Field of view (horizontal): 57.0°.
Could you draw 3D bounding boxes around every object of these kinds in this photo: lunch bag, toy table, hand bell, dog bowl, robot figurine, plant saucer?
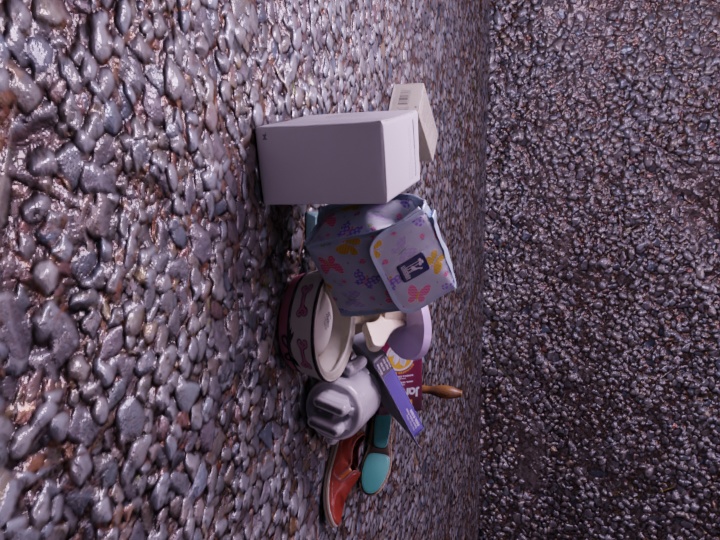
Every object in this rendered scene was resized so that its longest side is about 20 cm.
[{"bbox_3d":[0.037,-0.022,1.047,0.127,0.199,0.170,-72,147,-45],"label":"lunch bag"},{"bbox_3d":[0.042,0.075,1.260,0.117,0.200,0.184,7,125,-34],"label":"toy table"},{"bbox_3d":[0.152,0.295,1.639,0.104,0.199,0.105,4,90,-71],"label":"hand bell"},{"bbox_3d":[-0.074,0.089,1.144,0.200,0.074,0.201,2,90,-71],"label":"dog bowl"},{"bbox_3d":[-0.028,0.242,1.238,0.200,0.113,0.170,-23,133,-69],"label":"robot figurine"},{"bbox_3d":[-0.056,-0.075,1.256,0.200,0.019,0.070,-13,106,-71],"label":"plant saucer"}]

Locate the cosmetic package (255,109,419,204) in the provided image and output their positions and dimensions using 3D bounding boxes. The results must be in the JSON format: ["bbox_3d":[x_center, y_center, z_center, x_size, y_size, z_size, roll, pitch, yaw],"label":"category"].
[{"bbox_3d":[-0.027,-0.180,1.041,0.200,0.199,0.123,-39,128,-65],"label":"cosmetic package"}]

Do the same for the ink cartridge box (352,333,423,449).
[{"bbox_3d":[0.060,0.237,1.349,0.200,0.041,0.200,63,-10,-22],"label":"ink cartridge box"}]

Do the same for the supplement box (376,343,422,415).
[{"bbox_3d":[0.077,0.217,1.508,0.086,0.110,0.201,-148,-125,-71],"label":"supplement box"}]

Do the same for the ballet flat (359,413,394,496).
[{"bbox_3d":[0.044,0.429,1.558,0.065,0.070,0.201,86,18,-66],"label":"ballet flat"}]

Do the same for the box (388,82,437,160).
[{"bbox_3d":[0.136,-0.370,1.675,0.200,0.077,0.095,60,37,-58],"label":"box"}]

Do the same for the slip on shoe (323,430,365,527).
[{"bbox_3d":[-0.033,0.413,1.335,0.074,0.061,0.201,57,42,-63],"label":"slip on shoe"}]
